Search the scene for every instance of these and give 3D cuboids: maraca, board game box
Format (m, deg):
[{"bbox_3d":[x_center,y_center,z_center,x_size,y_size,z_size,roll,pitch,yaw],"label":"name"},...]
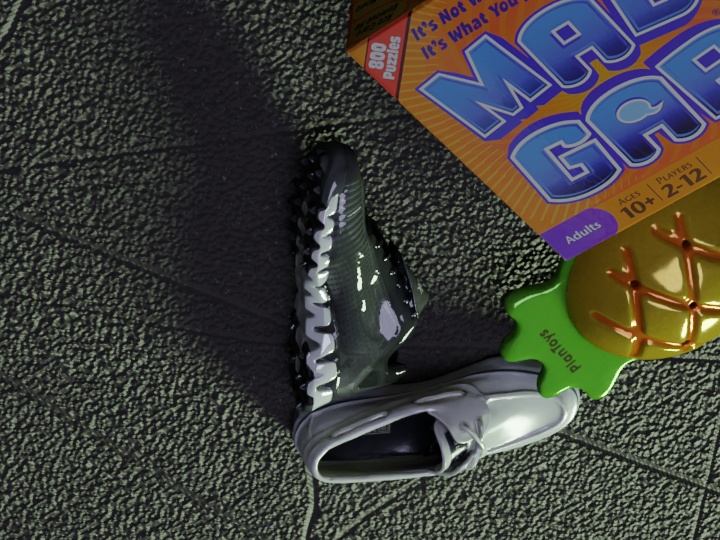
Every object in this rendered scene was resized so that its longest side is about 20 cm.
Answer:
[{"bbox_3d":[0.182,0.008,1.586,0.200,0.107,0.137,-38,122,11],"label":"maraca"},{"bbox_3d":[0.135,-0.172,1.381,0.199,0.200,0.200,-30,125,30],"label":"board game box"}]

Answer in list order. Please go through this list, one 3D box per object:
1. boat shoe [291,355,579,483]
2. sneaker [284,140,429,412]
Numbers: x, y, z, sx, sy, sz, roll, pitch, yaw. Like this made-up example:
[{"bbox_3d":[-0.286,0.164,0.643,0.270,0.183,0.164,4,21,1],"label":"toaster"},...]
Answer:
[{"bbox_3d":[0.055,0.107,1.639,0.199,0.066,0.072,-3,121,-11],"label":"boat shoe"},{"bbox_3d":[0.000,0.000,1.566,0.090,0.067,0.201,-6,125,-13],"label":"sneaker"}]
